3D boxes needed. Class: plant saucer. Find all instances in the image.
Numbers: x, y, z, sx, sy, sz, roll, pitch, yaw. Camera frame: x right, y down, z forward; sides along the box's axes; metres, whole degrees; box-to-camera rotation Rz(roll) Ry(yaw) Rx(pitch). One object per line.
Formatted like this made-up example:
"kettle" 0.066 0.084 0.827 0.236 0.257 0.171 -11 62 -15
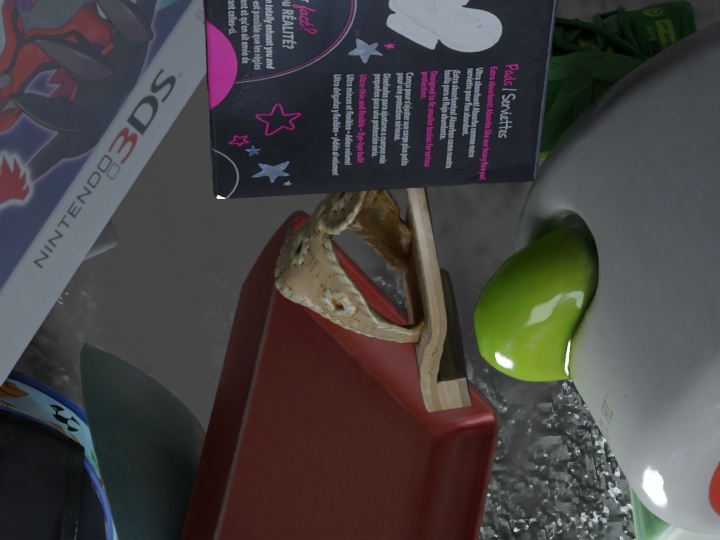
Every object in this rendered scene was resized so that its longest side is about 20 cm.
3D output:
"plant saucer" -0.014 0.107 1.235 0.037 0.200 0.200 -4 149 31
"plant saucer" -0.073 0.122 1.260 0.039 0.201 0.201 -19 145 1

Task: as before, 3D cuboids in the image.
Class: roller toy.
"roller toy" 0.161 0.003 1.021 0.200 0.140 0.182 -41 149 26

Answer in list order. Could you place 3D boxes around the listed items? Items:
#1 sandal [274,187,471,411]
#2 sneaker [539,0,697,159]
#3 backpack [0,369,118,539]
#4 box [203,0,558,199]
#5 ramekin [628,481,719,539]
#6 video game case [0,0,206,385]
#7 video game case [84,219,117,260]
"sandal" 0.001 0.005 1.181 0.069 0.078 0.212 -10 151 3
"sneaker" 0.085 -0.075 1.069 0.200 0.074 0.084 8 143 -33
"backpack" -0.184 0.133 1.238 0.200 0.154 0.191 11 107 -11
"box" 0.005 -0.132 0.923 0.114 0.132 0.200 -2 147 -4
"ramekin" 0.213 0.091 1.292 0.200 0.098 0.200 0 146 0
"video game case" -0.138 -0.080 0.983 0.023 0.182 0.200 23 167 43
"video game case" -0.215 0.030 1.147 0.200 0.022 0.182 -22 -177 18
